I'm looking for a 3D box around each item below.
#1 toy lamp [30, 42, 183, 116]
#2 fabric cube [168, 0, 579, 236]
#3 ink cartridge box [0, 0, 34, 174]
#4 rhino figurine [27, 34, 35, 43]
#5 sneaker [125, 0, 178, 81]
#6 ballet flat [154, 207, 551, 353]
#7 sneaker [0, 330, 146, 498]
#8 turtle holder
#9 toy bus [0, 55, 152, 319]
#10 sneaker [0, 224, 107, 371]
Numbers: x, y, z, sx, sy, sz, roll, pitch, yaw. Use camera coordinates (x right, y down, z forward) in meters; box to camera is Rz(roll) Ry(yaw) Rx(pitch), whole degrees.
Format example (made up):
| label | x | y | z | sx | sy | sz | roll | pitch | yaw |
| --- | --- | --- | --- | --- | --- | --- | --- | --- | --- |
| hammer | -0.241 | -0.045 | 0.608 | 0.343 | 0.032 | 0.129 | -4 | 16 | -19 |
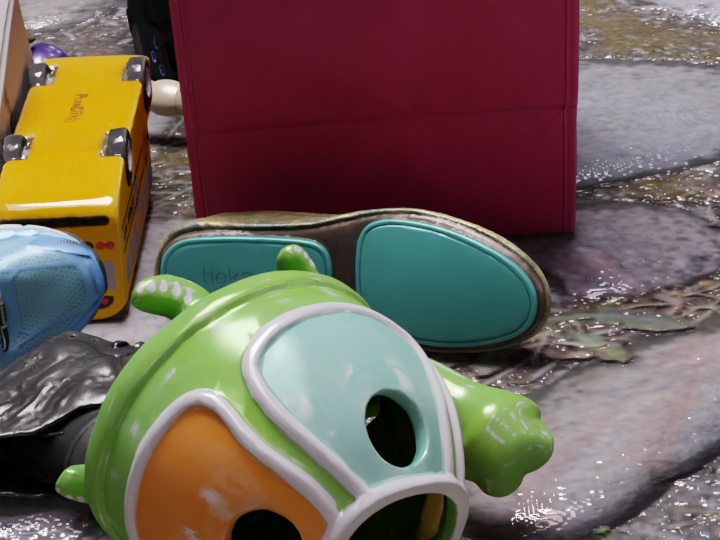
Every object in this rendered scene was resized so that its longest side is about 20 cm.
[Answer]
| label | x | y | z | sx | sy | sz | roll | pitch | yaw |
| --- | --- | --- | --- | --- | --- | --- | --- | --- | --- |
| toy lamp | -0.099 | -0.096 | 1.663 | 0.200 | 0.058 | 0.058 | 5 | 25 | 24 |
| fabric cube | 0.004 | -0.145 | 1.514 | 0.199 | 0.200 | 0.196 | -4 | 48 | 0 |
| ink cartridge box | -0.280 | -0.105 | 1.559 | 0.200 | 0.084 | 0.146 | 7 | -13 | -1 |
| rhino figurine | -0.285 | -0.111 | 1.680 | 0.200 | 0.060 | 0.087 | -16 | 0 | -4 |
| sneaker | -0.097 | -0.166 | 1.735 | 0.073 | 0.112 | 0.200 | -12 | 4 | -12 |
| ballet flat | 0.000 | 0.000 | 1.427 | 0.200 | 0.071 | 0.071 | 3 | 25 | 16 |
| sneaker | -0.104 | 0.053 | 1.320 | 0.104 | 0.060 | 0.200 | 23 | 38 | 37 |
| turtle holder | -0.018 | 0.082 | 1.185 | 0.132 | 0.141 | 0.185 | 37 | 5 | 36 |
| toy bus | -0.146 | -0.050 | 1.536 | 0.065 | 0.078 | 0.200 | -4 | 24 | 3 |
| sneaker | -0.202 | 0.042 | 1.332 | 0.200 | 0.078 | 0.090 | -24 | 18 | -20 |
